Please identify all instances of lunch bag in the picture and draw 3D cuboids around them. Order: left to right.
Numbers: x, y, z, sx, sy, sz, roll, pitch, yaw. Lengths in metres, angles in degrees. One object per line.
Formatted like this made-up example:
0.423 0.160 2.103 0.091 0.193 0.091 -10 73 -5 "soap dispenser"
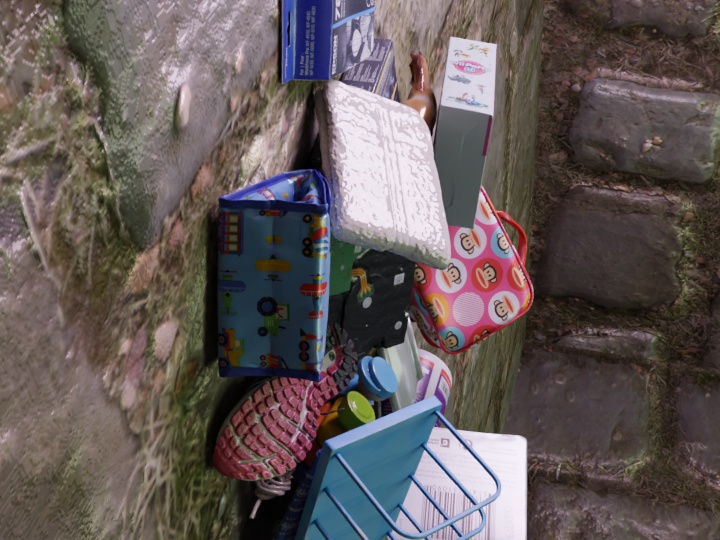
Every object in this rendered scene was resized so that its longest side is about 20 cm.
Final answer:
-0.067 -0.006 0.895 0.200 0.092 0.153 -75 168 -75 "lunch bag"
0.131 -0.014 1.254 0.202 0.175 0.082 63 -11 -10 "lunch bag"

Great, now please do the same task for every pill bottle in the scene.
0.058 0.216 1.389 0.113 0.111 0.202 82 22 -46 "pill bottle"

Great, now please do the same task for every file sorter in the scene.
0.032 0.249 0.933 0.137 0.123 0.202 -16 137 -37 "file sorter"

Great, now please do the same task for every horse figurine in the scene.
0.063 -0.164 1.155 0.201 0.049 0.134 -67 163 -58 "horse figurine"

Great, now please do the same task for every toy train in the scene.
-0.033 0.166 0.978 0.115 0.085 0.200 -40 -174 27 "toy train"

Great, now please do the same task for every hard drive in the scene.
0.000 0.000 1.054 0.138 0.038 0.203 -16 124 -38 "hard drive"

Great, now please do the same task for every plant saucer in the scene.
0.044 0.089 1.238 0.200 0.049 0.203 -15 90 -89 "plant saucer"

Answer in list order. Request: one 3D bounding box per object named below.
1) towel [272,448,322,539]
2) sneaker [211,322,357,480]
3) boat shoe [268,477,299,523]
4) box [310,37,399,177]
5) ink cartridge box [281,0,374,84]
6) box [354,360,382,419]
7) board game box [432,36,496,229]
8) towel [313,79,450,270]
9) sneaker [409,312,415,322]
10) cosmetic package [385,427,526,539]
-0.027 0.246 0.990 0.144 0.024 0.202 -5 128 -48 "towel"
-0.075 0.129 0.930 0.081 0.074 0.200 60 39 -11 "sneaker"
-0.052 0.256 1.104 0.200 0.056 0.070 49 41 -74 "boat shoe"
0.003 -0.138 1.120 0.162 0.048 0.202 81 22 -52 "box"
-0.028 -0.248 0.970 0.200 0.039 0.101 -51 146 -62 "ink cartridge box"
0.007 0.215 1.203 0.160 0.043 0.204 68 20 -83 "box"
0.120 -0.167 1.165 0.201 0.063 0.149 -79 177 -54 "board game box"
0.019 -0.098 0.979 0.034 0.131 0.202 -46 -141 43 "towel"
0.066 0.003 1.360 0.201 0.085 0.081 74 26 -55 "sneaker"
0.113 0.320 1.215 0.202 0.162 0.167 94 4 -47 "cosmetic package"
